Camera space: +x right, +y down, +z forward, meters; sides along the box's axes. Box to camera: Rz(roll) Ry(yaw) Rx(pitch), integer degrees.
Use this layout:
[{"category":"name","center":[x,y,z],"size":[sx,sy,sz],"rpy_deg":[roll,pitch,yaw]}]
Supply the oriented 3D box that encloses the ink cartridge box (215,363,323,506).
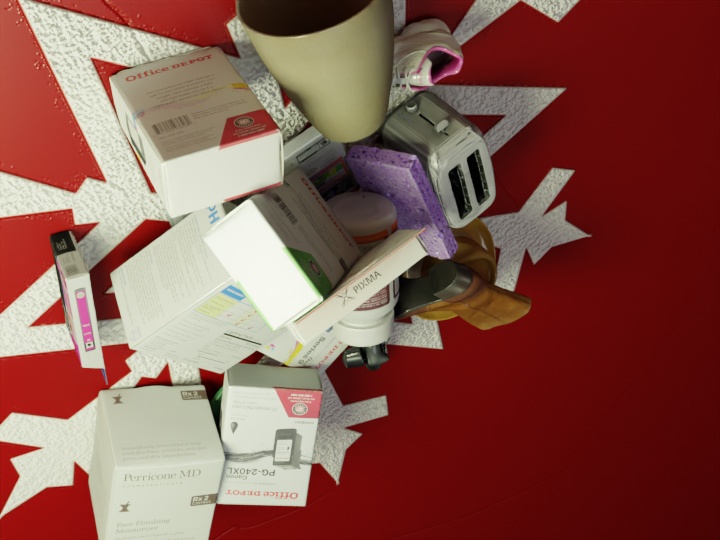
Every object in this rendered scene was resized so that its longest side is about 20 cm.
[{"category":"ink cartridge box","center":[-0.142,0.251,1.571],"size":[0.144,0.083,0.202],"rpy_deg":[4,109,-12]}]

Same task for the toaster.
[{"category":"toaster","center":[0.116,-0.149,1.495],"size":[0.113,0.129,0.201],"rpy_deg":[-36,138,-15]}]

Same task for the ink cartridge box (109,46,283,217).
[{"category":"ink cartridge box","center":[-0.195,-0.169,1.234],"size":[0.146,0.200,0.086],"rpy_deg":[-19,135,-18]}]

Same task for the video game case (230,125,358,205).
[{"category":"video game case","center":[-0.104,-0.109,1.433],"size":[0.199,0.023,0.182],"rpy_deg":[-35,157,-4]}]

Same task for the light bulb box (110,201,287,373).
[{"category":"light bulb box","center":[-0.189,0.025,1.397],"size":[0.199,0.126,0.198],"rpy_deg":[-33,152,19]}]

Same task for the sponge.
[{"category":"sponge","center":[0.060,-0.094,1.468],"size":[0.030,0.111,0.201],"rpy_deg":[-58,142,-24]}]

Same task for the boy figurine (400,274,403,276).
[{"category":"boy figurine","center":[-0.009,-0.042,1.558],"size":[0.199,0.064,0.125],"rpy_deg":[17,106,-46]}]

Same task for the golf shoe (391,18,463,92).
[{"category":"golf shoe","center":[0.046,-0.270,1.386],"size":[0.198,0.092,0.076],"rpy_deg":[-26,137,-10]}]

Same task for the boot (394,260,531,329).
[{"category":"boot","center":[0.135,0.051,1.599],"size":[0.187,0.069,0.199],"rpy_deg":[-30,146,31]}]

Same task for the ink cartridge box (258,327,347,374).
[{"category":"ink cartridge box","center":[-0.096,0.061,1.575],"size":[0.145,0.088,0.200],"rpy_deg":[-46,139,9]}]

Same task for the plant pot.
[{"category":"plant pot","center":[-0.034,-0.262,1.271],"size":[0.186,0.188,0.201],"rpy_deg":[-28,137,-9]}]

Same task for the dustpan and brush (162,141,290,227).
[{"category":"dustpan and brush","center":[-0.168,-0.134,1.377],"size":[0.199,0.057,0.140],"rpy_deg":[-34,146,-19]}]

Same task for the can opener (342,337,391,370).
[{"category":"can opener","center":[0.015,0.126,1.675],"size":[0.078,0.064,0.200],"rpy_deg":[-4,172,5]}]

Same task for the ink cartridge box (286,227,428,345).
[{"category":"ink cartridge box","center":[-0.003,0.020,1.299],"size":[0.199,0.174,0.044],"rpy_deg":[-36,97,-8]}]

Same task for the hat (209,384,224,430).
[{"category":"hat","center":[-0.190,0.243,1.717],"size":[0.165,0.176,0.201],"rpy_deg":[31,88,-16]}]

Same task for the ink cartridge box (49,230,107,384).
[{"category":"ink cartridge box","center":[-0.373,0.055,1.383],"size":[0.037,0.095,0.201],"rpy_deg":[-17,133,-19]}]

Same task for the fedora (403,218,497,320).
[{"category":"fedora","center":[0.155,0.002,1.661],"size":[0.199,0.082,0.203],"rpy_deg":[-13,114,-30]}]

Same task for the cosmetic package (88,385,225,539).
[{"category":"cosmetic package","center":[-0.312,0.302,1.569],"size":[0.163,0.166,0.202],"rpy_deg":[-1,127,-23]}]

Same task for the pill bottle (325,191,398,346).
[{"category":"pill bottle","center":[0.000,0.000,1.467],"size":[0.109,0.110,0.202],"rpy_deg":[-16,124,-21]}]

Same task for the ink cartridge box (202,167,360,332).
[{"category":"ink cartridge box","center":[-0.091,-0.031,1.289],"size":[0.084,0.200,0.147],"rpy_deg":[-34,95,20]}]
